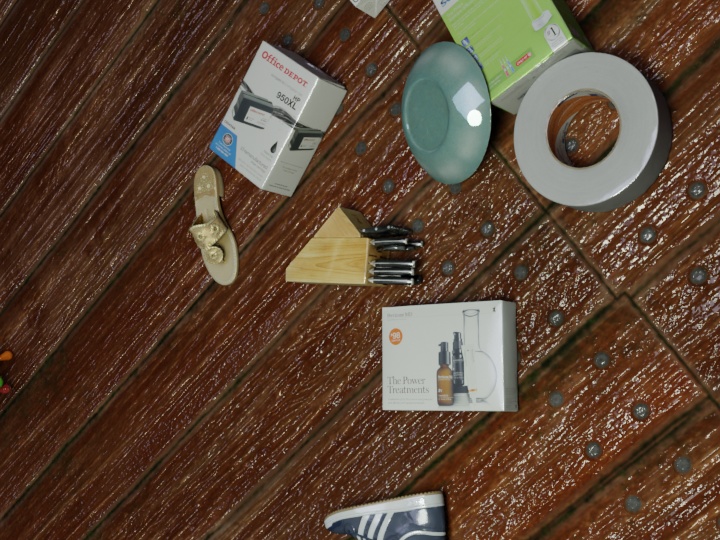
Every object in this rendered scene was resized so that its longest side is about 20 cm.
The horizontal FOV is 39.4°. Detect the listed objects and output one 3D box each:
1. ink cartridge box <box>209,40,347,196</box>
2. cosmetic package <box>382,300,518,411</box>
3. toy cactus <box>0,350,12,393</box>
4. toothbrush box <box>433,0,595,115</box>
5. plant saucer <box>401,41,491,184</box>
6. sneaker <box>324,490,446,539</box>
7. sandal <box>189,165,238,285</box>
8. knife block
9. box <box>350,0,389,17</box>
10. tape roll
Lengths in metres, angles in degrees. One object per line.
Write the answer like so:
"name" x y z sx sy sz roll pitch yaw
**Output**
"ink cartridge box" -0.134 -0.245 1.624 0.144 0.084 0.201 37 105 31
"cosmetic package" 0.124 0.124 1.431 0.198 0.051 0.153 -5 79 34
"toy cactus" -0.762 0.232 2.016 0.198 0.102 0.167 6 107 32
"toothbrush box" 0.209 -0.345 1.399 0.145 0.086 0.201 -37 67 27
"plant saucer" 0.108 -0.222 1.432 0.200 0.038 0.203 24 119 52
"sneaker" 0.037 0.388 1.451 0.198 0.070 0.110 -18 73 28
"sandal" -0.266 -0.078 1.705 0.077 0.069 0.214 -18 75 32
"knife block" 0.000 0.000 1.519 0.200 0.064 0.176 -48 61 21
"box" -0.011 -0.509 1.581 0.117 0.060 0.201 -46 62 21
"tape roll" 0.305 -0.181 1.329 0.199 0.066 0.203 -5 82 34
